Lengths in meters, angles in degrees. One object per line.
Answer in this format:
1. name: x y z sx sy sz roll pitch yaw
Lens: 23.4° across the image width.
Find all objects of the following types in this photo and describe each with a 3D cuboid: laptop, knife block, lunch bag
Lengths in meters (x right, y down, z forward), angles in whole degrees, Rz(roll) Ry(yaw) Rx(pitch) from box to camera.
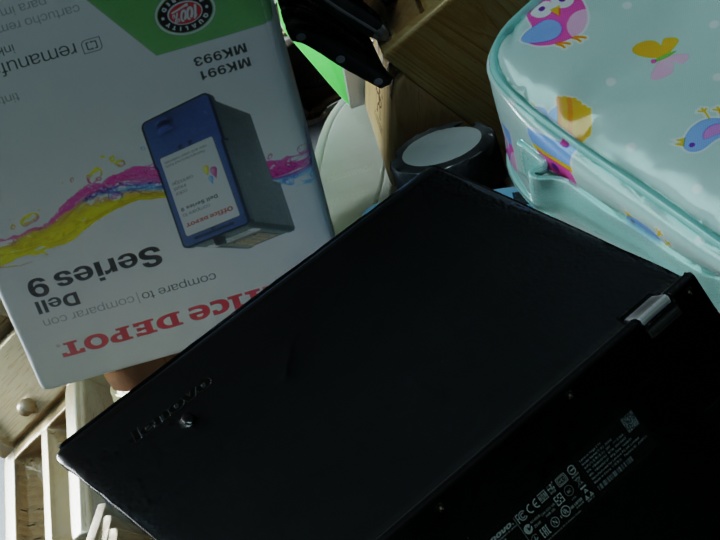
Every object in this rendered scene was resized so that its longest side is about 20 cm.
1. laptop: 0.038 0.083 0.596 0.187 0.200 0.116 -38 6 -22
2. knife block: 0.056 -0.125 0.755 0.200 0.176 0.064 -7 46 -10
3. lunch bag: 0.150 -0.052 0.632 0.160 0.077 0.200 -43 56 -12

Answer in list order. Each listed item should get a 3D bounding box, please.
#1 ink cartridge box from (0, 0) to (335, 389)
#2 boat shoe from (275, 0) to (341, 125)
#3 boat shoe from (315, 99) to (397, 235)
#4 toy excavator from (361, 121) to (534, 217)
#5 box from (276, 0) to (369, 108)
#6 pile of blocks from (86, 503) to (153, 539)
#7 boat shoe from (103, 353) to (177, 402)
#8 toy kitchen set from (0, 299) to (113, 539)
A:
1. ink cartridge box: -0.097 -0.062 0.727 0.145 0.200 0.088 -15 42 -1
2. boat shoe: -0.039 -0.111 0.963 0.200 0.072 0.060 -31 41 12
3. boat shoe: 0.000 0.000 0.836 0.075 0.062 0.200 -16 47 35
4. toy excavator: 0.024 0.029 0.697 0.194 0.100 0.200 -6 29 24
5. box: 0.042 -0.204 0.815 0.176 0.200 0.097 -23 41 -13
6. pile of blocks: -0.073 0.117 0.810 0.062 0.082 0.200 -12 52 36
7. boat shoe: -0.075 -0.011 0.873 0.076 0.074 0.200 -17 26 32
8. toy kitchen set: -0.183 0.036 0.855 0.163 0.200 0.181 -43 39 29
